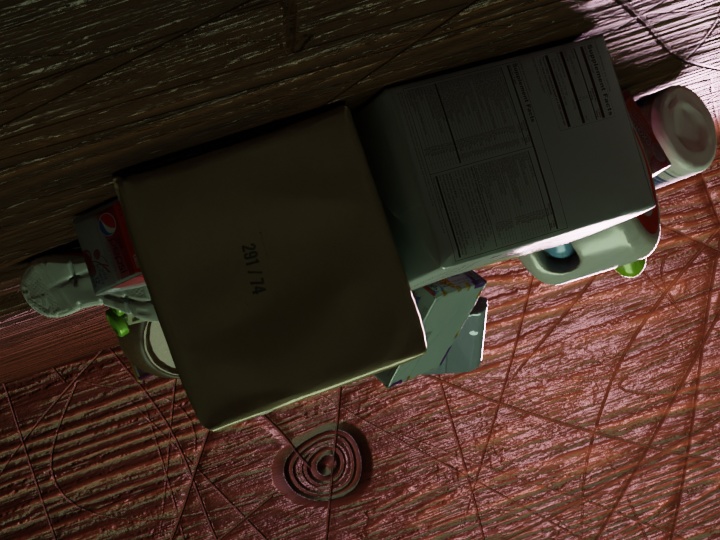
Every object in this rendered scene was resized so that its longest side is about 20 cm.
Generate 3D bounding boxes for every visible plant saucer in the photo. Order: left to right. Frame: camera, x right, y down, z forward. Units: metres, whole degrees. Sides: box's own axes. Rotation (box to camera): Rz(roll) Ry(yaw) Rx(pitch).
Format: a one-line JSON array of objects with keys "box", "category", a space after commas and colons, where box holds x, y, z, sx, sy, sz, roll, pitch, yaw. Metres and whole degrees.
[{"box": [-0.192, 0.054, 1.707, 0.198, 0.202, 0.035, -17, -140, -23], "category": "plant saucer"}]

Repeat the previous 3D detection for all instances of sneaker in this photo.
[{"box": [-0.222, 0.000, 1.363, 0.197, 0.078, 0.082, 2, -164, 16], "category": "sneaker"}]

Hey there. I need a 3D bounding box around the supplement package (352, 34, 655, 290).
[{"box": [0.096, -0.078, 1.182, 0.198, 0.149, 0.191, -16, 177, -21], "category": "supplement package"}]

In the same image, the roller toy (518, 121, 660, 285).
[{"box": [0.211, -0.087, 1.454, 0.138, 0.203, 0.182, -18, 167, 24], "category": "roller toy"}]

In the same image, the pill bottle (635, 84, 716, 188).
[{"box": [0.337, -0.149, 1.796, 0.110, 0.112, 0.199, -16, 176, -41], "category": "pill bottle"}]

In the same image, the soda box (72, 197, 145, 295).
[{"box": [-0.154, -0.031, 1.248, 0.063, 0.071, 0.199, -22, 176, 33], "category": "soda box"}]

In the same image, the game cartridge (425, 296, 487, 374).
[{"box": [0.041, 0.068, 1.608, 0.197, 0.042, 0.134, 3, 140, 4], "category": "game cartridge"}]

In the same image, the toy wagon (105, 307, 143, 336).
[{"box": [-0.198, 0.011, 1.506, 0.154, 0.040, 0.200, -32, 167, -18], "category": "toy wagon"}]

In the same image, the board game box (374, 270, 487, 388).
[{"box": [0.000, 0.000, 1.344, 0.103, 0.199, 0.106, -15, 138, -57], "category": "board game box"}]

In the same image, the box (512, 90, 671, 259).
[{"box": [0.241, -0.109, 1.650, 0.094, 0.103, 0.199, -25, 174, -46], "category": "box"}]

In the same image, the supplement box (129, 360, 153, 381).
[{"box": [-0.249, 0.061, 1.861, 0.102, 0.132, 0.200, -18, 178, -20], "category": "supplement box"}]

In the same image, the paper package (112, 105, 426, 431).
[{"box": [-0.068, 0.000, 1.095, 0.188, 0.202, 0.103, -19, 178, -7], "category": "paper package"}]
